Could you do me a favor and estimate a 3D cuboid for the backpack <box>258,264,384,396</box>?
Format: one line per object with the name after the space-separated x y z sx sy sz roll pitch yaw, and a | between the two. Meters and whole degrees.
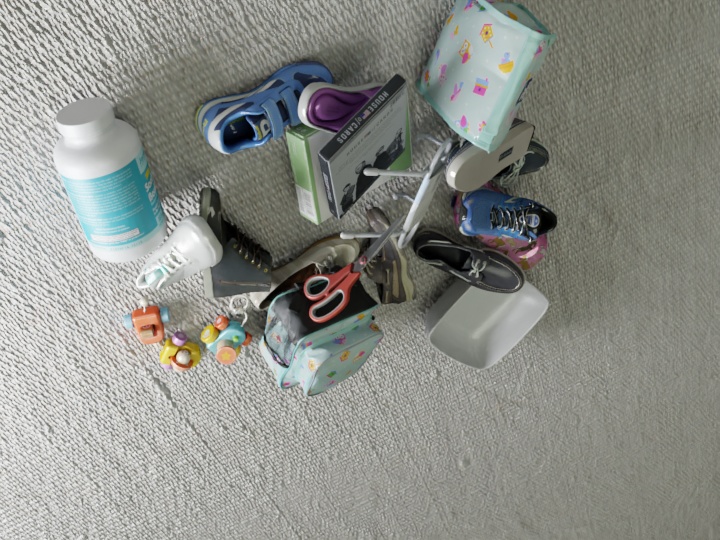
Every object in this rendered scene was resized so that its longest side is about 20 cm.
-0.068 0.109 1.278 0.174 0.155 0.200 -25 167 -32 | backpack

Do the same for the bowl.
0.221 0.073 1.455 0.199 0.075 0.200 29 109 -37 | bowl

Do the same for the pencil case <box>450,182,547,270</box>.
0.238 -0.073 1.346 0.086 0.084 0.199 -23 141 37 | pencil case

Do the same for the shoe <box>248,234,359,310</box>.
-0.087 0.007 1.280 0.198 0.054 0.071 -25 132 -5 | shoe

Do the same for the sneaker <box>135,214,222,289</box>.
-0.257 -0.011 1.101 0.088 0.199 0.076 -41 97 -32 | sneaker

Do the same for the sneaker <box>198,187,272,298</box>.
-0.183 -0.043 1.177 0.104 0.076 0.202 -3 137 -7 | sneaker

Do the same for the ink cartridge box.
-0.011 -0.178 1.180 0.199 0.048 0.147 -35 137 -28 | ink cartridge box

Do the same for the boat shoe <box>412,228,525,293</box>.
0.178 -0.006 1.317 0.197 0.063 0.074 24 113 3 | boat shoe

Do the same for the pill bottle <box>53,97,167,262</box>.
-0.328 -0.118 1.039 0.109 0.111 0.202 -17 131 -11 | pill bottle

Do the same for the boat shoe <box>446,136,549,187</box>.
0.225 -0.177 1.273 0.197 0.062 0.076 3 121 -27 | boat shoe

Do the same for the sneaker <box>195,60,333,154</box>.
-0.121 -0.214 1.078 0.198 0.083 0.075 -27 131 -5 | sneaker

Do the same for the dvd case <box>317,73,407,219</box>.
0.007 -0.163 1.089 0.150 0.025 0.200 -47 166 -11 | dvd case

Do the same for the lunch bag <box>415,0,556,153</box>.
0.175 -0.273 1.080 0.120 0.201 0.172 14 118 -23 | lunch bag

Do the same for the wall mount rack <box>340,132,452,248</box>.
0.058 -0.114 1.169 0.174 0.074 0.202 -43 160 -48 | wall mount rack

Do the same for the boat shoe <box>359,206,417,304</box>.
0.037 -0.013 1.308 0.072 0.075 0.202 -24 129 -3 | boat shoe

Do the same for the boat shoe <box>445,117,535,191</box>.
0.167 -0.184 1.178 0.199 0.092 0.076 -28 143 -40 | boat shoe

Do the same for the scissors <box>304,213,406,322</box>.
0.000 0.000 1.160 0.199 0.074 0.014 -34 153 11 | scissors

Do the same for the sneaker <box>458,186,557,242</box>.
0.230 -0.087 1.228 0.198 0.089 0.080 -2 100 -39 | sneaker

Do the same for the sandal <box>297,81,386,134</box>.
0.000 -0.212 1.092 0.201 0.050 0.084 -11 123 -43 | sandal

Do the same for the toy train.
-0.267 0.105 1.263 0.196 0.056 0.152 -7 131 -11 | toy train
